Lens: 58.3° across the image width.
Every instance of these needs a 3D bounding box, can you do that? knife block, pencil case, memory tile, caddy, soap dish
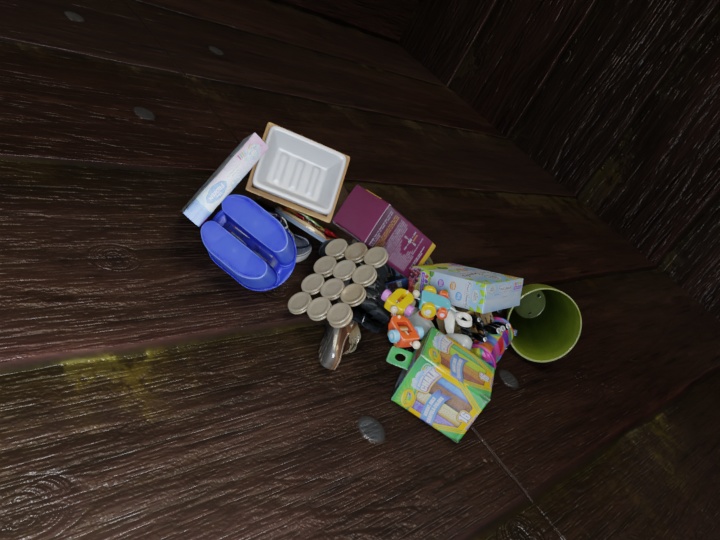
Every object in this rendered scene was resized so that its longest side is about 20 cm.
[{"bbox_3d":[0.271,0.108,1.475,0.199,0.172,0.065,-32,105,-59],"label":"knife block"},{"bbox_3d":[0.298,0.176,1.493,0.088,0.089,0.199,39,30,13],"label":"pencil case"},{"bbox_3d":[-0.042,0.020,1.264,0.151,0.017,0.201,11,52,33],"label":"memory tile"},{"bbox_3d":[-0.219,-0.052,1.269,0.199,0.142,0.105,38,-8,10],"label":"caddy"},{"bbox_3d":[-0.137,-0.209,1.410,0.196,0.161,0.081,20,-13,-15],"label":"soap dish"}]

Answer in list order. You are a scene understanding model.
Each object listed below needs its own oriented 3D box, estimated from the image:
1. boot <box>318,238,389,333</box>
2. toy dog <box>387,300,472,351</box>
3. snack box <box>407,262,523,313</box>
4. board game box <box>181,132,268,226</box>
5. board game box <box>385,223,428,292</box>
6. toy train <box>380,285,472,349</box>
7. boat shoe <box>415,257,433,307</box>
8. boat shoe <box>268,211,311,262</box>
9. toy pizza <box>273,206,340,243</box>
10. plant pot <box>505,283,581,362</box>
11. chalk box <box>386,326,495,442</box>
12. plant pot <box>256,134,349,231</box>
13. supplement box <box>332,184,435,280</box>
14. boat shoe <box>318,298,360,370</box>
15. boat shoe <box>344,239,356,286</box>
[{"bbox_3d":[-0.018,0.027,1.319,0.161,0.066,0.202,19,34,-8],"label":"boot"},{"bbox_3d":[0.149,0.124,1.373,0.200,0.133,0.096,43,26,18],"label":"toy dog"},{"bbox_3d":[0.230,0.034,1.415,0.197,0.069,0.167,16,14,39],"label":"snack box"},{"bbox_3d":[-0.272,-0.178,1.275,0.043,0.200,0.200,41,-5,-17],"label":"board game box"},{"bbox_3d":[0.086,-0.029,1.567,0.132,0.035,0.202,-15,39,0],"label":"board game box"},{"bbox_3d":[0.113,0.098,1.247,0.197,0.056,0.151,-7,44,-35],"label":"toy train"},{"bbox_3d":[0.142,0.022,1.588,0.073,0.069,0.202,12,33,-9],"label":"boat shoe"},{"bbox_3d":[-0.169,-0.074,1.400,0.198,0.094,0.075,-7,46,-49],"label":"boat shoe"},{"bbox_3d":[-0.109,-0.097,1.470,0.198,0.032,0.200,33,0,0],"label":"toy pizza"},{"bbox_3d":[0.456,0.112,1.679,0.185,0.190,0.200,29,13,-4],"label":"plant pot"},{"bbox_3d":[0.143,0.205,1.248,0.198,0.125,0.125,33,28,1],"label":"chalk box"},{"bbox_3d":[-0.121,-0.190,1.568,0.199,0.187,0.188,37,26,-18],"label":"plant pot"},{"bbox_3d":[0.054,-0.082,1.437,0.199,0.104,0.130,35,2,-46],"label":"supplement box"},{"bbox_3d":[-0.032,0.124,1.254,0.071,0.076,0.201,28,30,-10],"label":"boat shoe"},{"bbox_3d":[0.000,0.000,1.477,0.067,0.073,0.202,24,29,-17],"label":"boat shoe"}]
